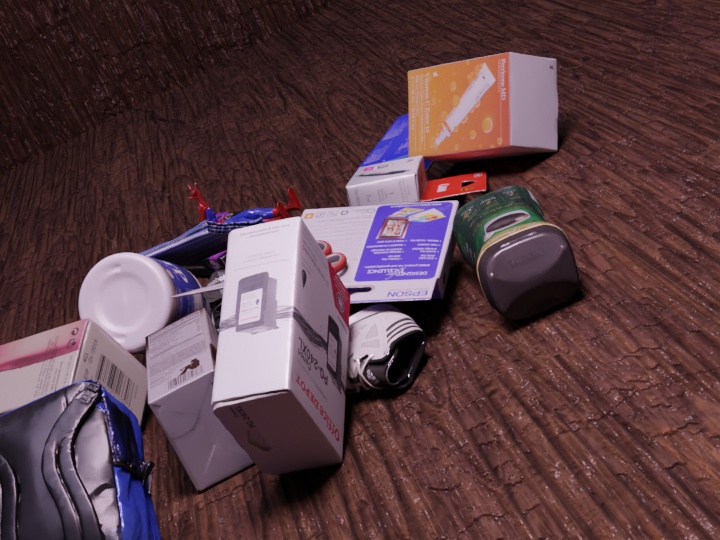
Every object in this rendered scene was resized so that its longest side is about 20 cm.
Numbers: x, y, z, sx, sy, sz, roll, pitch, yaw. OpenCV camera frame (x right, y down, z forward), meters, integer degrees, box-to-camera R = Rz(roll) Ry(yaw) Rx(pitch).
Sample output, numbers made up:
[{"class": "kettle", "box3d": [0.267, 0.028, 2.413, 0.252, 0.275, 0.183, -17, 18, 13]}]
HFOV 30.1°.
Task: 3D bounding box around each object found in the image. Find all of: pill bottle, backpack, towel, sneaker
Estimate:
[{"class": "pill bottle", "box3d": [-0.259, 0.046, 1.670, 0.119, 0.121, 0.200, -23, -9, 9]}, {"class": "backpack", "box3d": [-0.257, 0.232, 1.235, 0.161, 0.168, 0.201, -27, 52, 9]}, {"class": "towel", "box3d": [-0.217, -0.036, 1.763, 0.144, 0.024, 0.200, -22, -5, 19]}, {"class": "sneaker", "box3d": [-0.020, 0.101, 1.383, 0.199, 0.076, 0.115, -30, 18, -16]}, {"class": "sneaker", "box3d": [-0.165, 0.049, 1.669, 0.066, 0.091, 0.200, -23, 20, 10]}]

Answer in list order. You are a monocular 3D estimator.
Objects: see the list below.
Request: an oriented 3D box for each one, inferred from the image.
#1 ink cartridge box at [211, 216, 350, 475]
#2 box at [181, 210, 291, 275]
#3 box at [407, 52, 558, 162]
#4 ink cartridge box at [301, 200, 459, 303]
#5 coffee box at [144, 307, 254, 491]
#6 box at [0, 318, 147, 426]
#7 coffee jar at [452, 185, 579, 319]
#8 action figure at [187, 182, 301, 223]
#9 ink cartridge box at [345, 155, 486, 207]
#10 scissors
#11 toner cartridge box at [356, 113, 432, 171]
[{"class": "ink cartridge box", "box3d": [-0.073, 0.075, 1.300, 0.082, 0.146, 0.202, -11, 52, 17]}, {"class": "box", "box3d": [-0.210, -0.042, 2.033, 0.143, 0.036, 0.199, -39, 25, -32]}, {"class": "box", "box3d": [0.164, -0.218, 1.828, 0.097, 0.126, 0.199, 0, -2, -41]}, {"class": "ink cartridge box", "box3d": [0.005, -0.007, 1.522, 0.196, 0.044, 0.201, -2, 33, 16]}, {"class": "coffee box", "box3d": [-0.172, 0.133, 1.438, 0.079, 0.114, 0.200, -26, 19, -1]}, {"class": "box", "box3d": [-0.365, 0.153, 1.566, 0.198, 0.128, 0.110, -16, 47, 26]}, {"class": "coffee jar", "box3d": [0.165, -0.020, 1.436, 0.103, 0.086, 0.200, -22, 19, 2]}, {"class": "action figure", "box3d": [-0.192, -0.088, 1.931, 0.199, 0.100, 0.065, -21, 19, 32]}, {"class": "ink cartridge box", "box3d": [0.076, -0.120, 1.749, 0.172, 0.044, 0.200, -11, 10, 7]}, {"class": "scissors", "box3d": [-0.113, 0.010, 1.488, 0.198, 0.014, 0.073, -19, 34, -10]}, {"class": "toner cartridge box", "box3d": [0.073, -0.187, 2.026, 0.094, 0.043, 0.200, -16, 22, 30]}]
